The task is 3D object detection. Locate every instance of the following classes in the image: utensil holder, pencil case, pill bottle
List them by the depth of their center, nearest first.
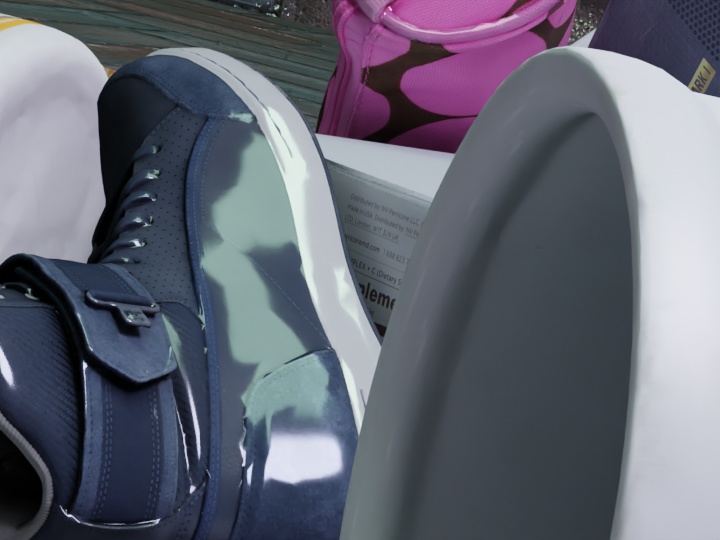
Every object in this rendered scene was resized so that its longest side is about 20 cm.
[{"bbox_3d":[0.110,0.065,0.513,0.199,0.170,0.170,13,7,-14],"label":"utensil holder"},{"bbox_3d":[0.018,-0.061,0.955,0.093,0.091,0.200,-19,-24,-16],"label":"pencil case"},{"bbox_3d":[-0.196,-0.051,1.034,0.200,0.117,0.116,15,9,28],"label":"pill bottle"}]

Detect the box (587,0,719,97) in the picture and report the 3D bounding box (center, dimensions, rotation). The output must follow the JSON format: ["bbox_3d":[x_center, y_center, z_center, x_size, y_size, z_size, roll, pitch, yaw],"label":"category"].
[{"bbox_3d":[0.147,-0.049,0.970,0.051,0.200,0.158,-14,54,-34],"label":"box"}]

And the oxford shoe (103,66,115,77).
[{"bbox_3d":[-0.108,-0.058,1.392,0.072,0.071,0.200,23,12,-1],"label":"oxford shoe"}]

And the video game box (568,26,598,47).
[{"bbox_3d":[0.149,-0.096,1.182,0.047,0.200,0.182,56,2,5],"label":"video game box"}]

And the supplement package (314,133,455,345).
[{"bbox_3d":[0.067,0.032,0.864,0.200,0.111,0.156,7,9,-34],"label":"supplement package"}]

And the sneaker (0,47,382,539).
[{"bbox_3d":[-0.077,0.003,0.773,0.146,0.077,0.203,5,39,-29],"label":"sneaker"}]
